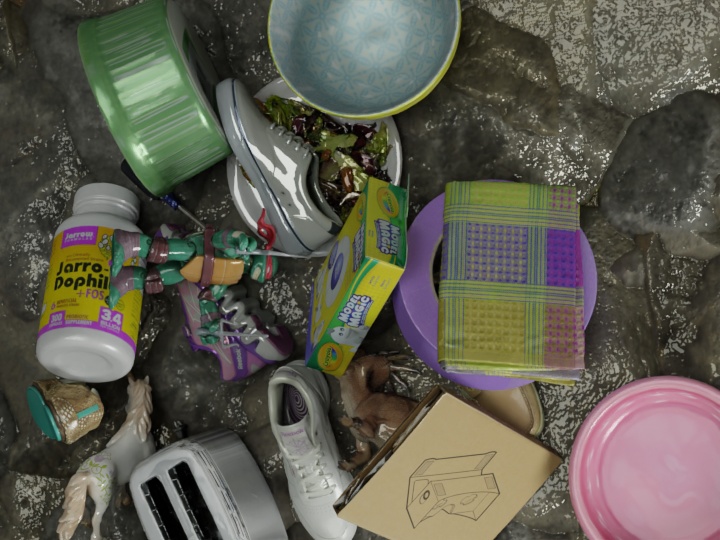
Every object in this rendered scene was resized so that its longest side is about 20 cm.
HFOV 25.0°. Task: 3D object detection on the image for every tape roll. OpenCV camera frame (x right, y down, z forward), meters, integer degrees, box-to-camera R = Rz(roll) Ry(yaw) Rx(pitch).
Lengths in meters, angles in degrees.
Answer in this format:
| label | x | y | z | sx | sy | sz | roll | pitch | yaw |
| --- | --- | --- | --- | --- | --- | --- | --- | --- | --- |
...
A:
| label | x | y | z | sx | sy | sz | roll | pitch | yaw |
| --- | --- | --- | --- | --- | --- | --- | --- | --- | --- |
| tape roll | 0.133 | 0.014 | 1.622 | 0.198 | 0.066 | 0.202 | 2 | 70 | -5 |

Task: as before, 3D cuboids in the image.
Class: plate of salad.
| label | x | y | z | sx | sy | sz | roll | pitch | yaw |
| --- | --- | --- | --- | --- | --- | --- | --- | --- | --- |
| plate of salad | -0.053 | -0.116 | 1.731 | 0.198 | 0.048 | 0.202 | -1 | 88 | 16 |

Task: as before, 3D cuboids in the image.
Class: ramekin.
| label | x | y | z | sx | sy | sz | roll | pitch | yaw |
| --- | --- | --- | --- | --- | --- | --- | --- | --- | --- |
| ramekin | -0.207 | -0.188 | 1.705 | 0.097 | 0.200 | 0.202 | -23 | 82 | 7 |

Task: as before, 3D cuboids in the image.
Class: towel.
| label | x | y | z | sx | sy | sz | roll | pitch | yaw |
| --- | --- | --- | --- | --- | --- | --- | --- | --- | --- |
| towel | 0.145 | 0.010 | 1.579 | 0.142 | 0.023 | 0.202 | 3 | 71 | -4 |

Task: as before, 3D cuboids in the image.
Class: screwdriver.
| label | x | y | z | sx | sy | sz | roll | pitch | yaw |
| --- | --- | --- | --- | --- | --- | --- | --- | --- | --- |
| screwdriver | -0.189 | -0.058 | 1.777 | 0.029 | 0.028 | 0.200 | -41 | 73 | -18 |

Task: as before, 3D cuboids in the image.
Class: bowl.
| label | x | y | z | sx | sy | sz | roll | pitch | yaw |
| --- | --- | --- | --- | --- | --- | --- | --- | --- | --- |
| bowl | 0.012 | -0.245 | 1.678 | 0.198 | 0.108 | 0.202 | -1 | 83 | 11 |

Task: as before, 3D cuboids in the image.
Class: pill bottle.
| label | x | y | z | sx | sy | sz | roll | pitch | yaw |
| --- | --- | --- | --- | --- | --- | --- | --- | --- | --- |
| pill bottle | -0.283 | 0.010 | 1.739 | 0.103 | 0.104 | 0.202 | -6 | 60 | 16 |

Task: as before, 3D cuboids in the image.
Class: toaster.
| label | x | y | z | sx | sy | sz | roll | pitch | yaw |
| --- | --- | --- | --- | --- | --- | --- | --- | --- | --- |
| toaster | -0.164 | 0.248 | 1.713 | 0.113 | 0.129 | 0.201 | -27 | 81 | 13 |

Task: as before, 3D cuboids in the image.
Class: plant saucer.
| label | x | y | z | sx | sy | sz | roll | pitch | yaw |
| --- | --- | --- | --- | --- | --- | --- | --- | --- | --- |
| plant saucer | 0.308 | 0.205 | 1.616 | 0.198 | 0.051 | 0.203 | 0 | 89 | 15 |

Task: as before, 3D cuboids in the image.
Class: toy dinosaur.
| label | x | y | z | sx | sy | sz | roll | pitch | yaw |
| --- | --- | --- | --- | --- | --- | --- | --- | --- | --- |
| toy dinosaur | 0.041 | 0.156 | 1.686 | 0.200 | 0.136 | 0.086 | 40 | 141 | -8 |

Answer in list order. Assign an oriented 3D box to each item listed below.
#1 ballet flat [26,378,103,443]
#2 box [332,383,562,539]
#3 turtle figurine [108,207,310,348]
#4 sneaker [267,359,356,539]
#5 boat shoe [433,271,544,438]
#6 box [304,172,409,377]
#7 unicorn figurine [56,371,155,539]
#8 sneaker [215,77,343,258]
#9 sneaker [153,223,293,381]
| label | x | y | z | sx | sy | sz | roll | pitch | yaw |
| --- | --- | --- | --- | --- | --- | --- | --- | --- | --- |
| ballet flat | -0.314 | 0.148 | 1.753 | 0.065 | 0.200 | 0.071 | -22 | 102 | -17 |
| box | 0.089 | 0.211 | 1.617 | 0.164 | 0.199 | 0.021 | -50 | 42 | 10 |
| turtle figurine | -0.155 | 0.003 | 1.657 | 0.198 | 0.101 | 0.151 | 3 | 127 | -9 |
| sneaker | -0.059 | 0.196 | 1.699 | 0.074 | 0.100 | 0.202 | -18 | 85 | 13 |
| boat shoe | 0.116 | 0.092 | 1.666 | 0.074 | 0.066 | 0.201 | -37 | 79 | 12 |
| box | 0.000 | 0.000 | 1.630 | 0.048 | 0.118 | 0.201 | 18 | 133 | -15 |
| unicorn figurine | -0.259 | 0.206 | 1.751 | 0.073 | 0.200 | 0.139 | 8 | 118 | 11 |
| sneaker | -0.081 | -0.115 | 1.686 | 0.070 | 0.073 | 0.201 | -27 | 94 | 16 |
| sneaker | -0.165 | 0.039 | 1.748 | 0.088 | 0.080 | 0.201 | -43 | 79 | 19 |
